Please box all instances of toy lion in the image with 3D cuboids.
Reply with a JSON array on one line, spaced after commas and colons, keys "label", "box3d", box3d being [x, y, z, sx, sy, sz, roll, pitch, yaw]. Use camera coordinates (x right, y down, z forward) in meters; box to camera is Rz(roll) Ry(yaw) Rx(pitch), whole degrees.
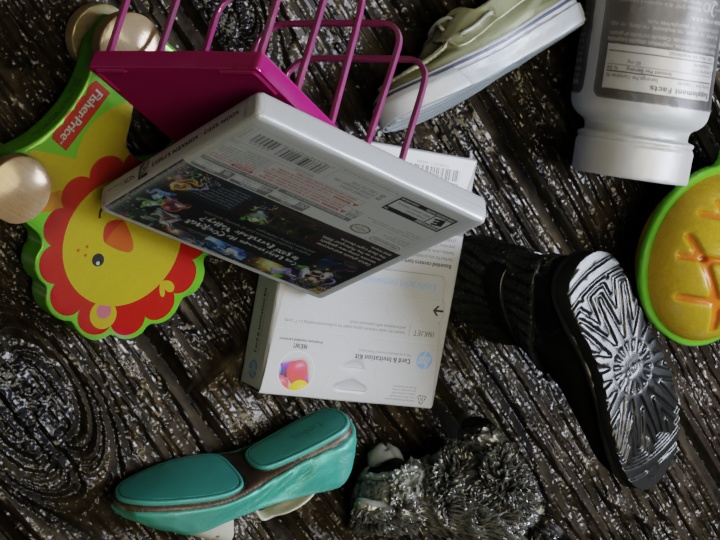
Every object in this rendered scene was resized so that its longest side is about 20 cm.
[{"label": "toy lion", "box3d": [-0.173, -0.059, 1.273, 0.192, 0.069, 0.200, 42, 79, -34]}]

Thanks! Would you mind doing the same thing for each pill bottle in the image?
[{"label": "pill bottle", "box3d": [0.230, -0.173, 1.431, 0.113, 0.114, 0.201, 4, 98, -28]}]

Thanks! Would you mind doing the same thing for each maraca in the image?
[{"label": "maraca", "box3d": [0.305, -0.030, 1.500, 0.137, 0.107, 0.200, 41, 79, -30]}]

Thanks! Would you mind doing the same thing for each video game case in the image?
[{"label": "video game case", "box3d": [-0.046, -0.046, 1.224, 0.199, 0.181, 0.023, 22, 58, -35]}]

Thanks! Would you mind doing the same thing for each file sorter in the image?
[{"label": "file sorter", "box3d": [-0.059, -0.143, 1.228, 0.200, 0.138, 0.126, 41, 59, -52]}]

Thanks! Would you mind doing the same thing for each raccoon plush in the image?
[{"label": "raccoon plush", "box3d": [0.080, 0.204, 1.392, 0.134, 0.200, 0.097, -33, 146, -18]}]

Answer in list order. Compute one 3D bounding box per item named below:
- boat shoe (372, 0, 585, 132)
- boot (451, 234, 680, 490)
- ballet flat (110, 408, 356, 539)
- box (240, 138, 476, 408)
[{"label": "boat shoe", "box3d": [0.084, -0.173, 1.389, 0.199, 0.072, 0.062, -31, 88, -23]}, {"label": "boot", "box3d": [0.159, 0.068, 1.413, 0.079, 0.157, 0.212, -30, 110, -32]}, {"label": "ballet flat", "box3d": [-0.090, 0.168, 1.354, 0.199, 0.067, 0.071, -18, 121, -22]}, {"label": "box", "box3d": [0.000, 0.000, 1.382, 0.155, 0.041, 0.201, 7, 95, -28]}]
